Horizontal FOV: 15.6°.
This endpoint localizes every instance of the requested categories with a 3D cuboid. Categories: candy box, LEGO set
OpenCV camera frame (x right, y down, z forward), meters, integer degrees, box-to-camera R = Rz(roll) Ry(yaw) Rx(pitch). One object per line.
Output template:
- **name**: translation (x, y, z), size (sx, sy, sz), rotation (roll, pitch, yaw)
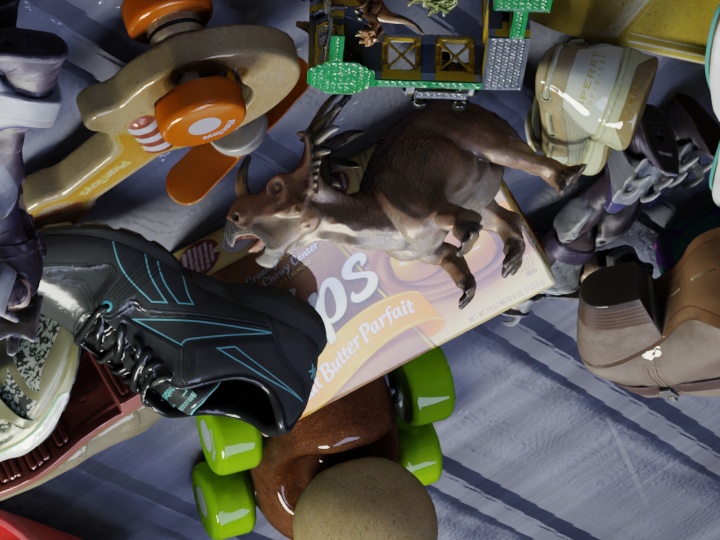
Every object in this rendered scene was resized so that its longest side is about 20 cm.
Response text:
- **candy box**: translation (0.000, 0.000, 1.555), size (0.200, 0.055, 0.115), rotation (-28, 117, 7)
- **LEGO set**: translation (0.036, -0.177, 1.346), size (0.154, 0.116, 0.200), rotation (-1, 156, 6)

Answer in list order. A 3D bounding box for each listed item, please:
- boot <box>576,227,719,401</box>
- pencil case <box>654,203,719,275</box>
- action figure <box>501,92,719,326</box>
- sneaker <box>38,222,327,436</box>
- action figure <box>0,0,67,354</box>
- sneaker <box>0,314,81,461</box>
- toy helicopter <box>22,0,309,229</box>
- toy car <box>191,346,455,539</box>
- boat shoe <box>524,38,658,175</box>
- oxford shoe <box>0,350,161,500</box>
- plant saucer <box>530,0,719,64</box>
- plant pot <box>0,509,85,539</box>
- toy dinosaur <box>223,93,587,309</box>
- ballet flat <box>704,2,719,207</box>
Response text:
- **boot**: translation (0.228, 0.034, 1.621), size (0.200, 0.070, 0.146), rotation (-1, 156, 23)
- **pencil case**: translation (0.292, -0.025, 1.716), size (0.200, 0.085, 0.092), rotation (-26, 127, 4)
- **action figure**: translation (0.140, -0.026, 1.638), size (0.130, 0.069, 0.200), rotation (0, 144, -40)
- **sneaker**: translation (-0.114, 0.033, 1.471), size (0.200, 0.079, 0.075), rotation (17, 147, -13)
- **action figure**: translation (-0.191, -0.045, 1.342), size (0.069, 0.130, 0.200), rotation (-7, 127, -17)
- **sneaker**: translation (-0.245, 0.078, 1.545), size (0.200, 0.077, 0.089), rotation (-41, 135, 20)
- **toy helicopter**: translation (-0.111, -0.076, 1.425), size (0.200, 0.079, 0.132), rotation (-33, 157, 33)
- **toy car**: translation (-0.001, 0.168, 1.701), size (0.164, 0.200, 0.158), rotation (-13, 146, -15)
- **boat shoe**: translation (0.120, -0.097, 1.483), size (0.063, 0.073, 0.201), rotation (19, -179, -2)
- **oxford shoe**: translation (-0.176, 0.097, 1.612), size (0.200, 0.070, 0.075), rotation (-29, 152, 9)
- **plant saucer**: translation (0.224, -0.182, 1.485), size (0.200, 0.048, 0.200), rotation (8, 136, -38)
- **plant pot**: translation (-0.208, 0.258, 1.727), size (0.200, 0.200, 0.177), rotation (-39, 153, 23)
- **toy dinosaur**: translation (0.033, -0.056, 1.445), size (0.200, 0.136, 0.086), rotation (-33, 157, -42)
- **ballet flat**: translation (0.239, -0.090, 1.515), size (0.069, 0.069, 0.200), rotation (-19, 146, -7)
